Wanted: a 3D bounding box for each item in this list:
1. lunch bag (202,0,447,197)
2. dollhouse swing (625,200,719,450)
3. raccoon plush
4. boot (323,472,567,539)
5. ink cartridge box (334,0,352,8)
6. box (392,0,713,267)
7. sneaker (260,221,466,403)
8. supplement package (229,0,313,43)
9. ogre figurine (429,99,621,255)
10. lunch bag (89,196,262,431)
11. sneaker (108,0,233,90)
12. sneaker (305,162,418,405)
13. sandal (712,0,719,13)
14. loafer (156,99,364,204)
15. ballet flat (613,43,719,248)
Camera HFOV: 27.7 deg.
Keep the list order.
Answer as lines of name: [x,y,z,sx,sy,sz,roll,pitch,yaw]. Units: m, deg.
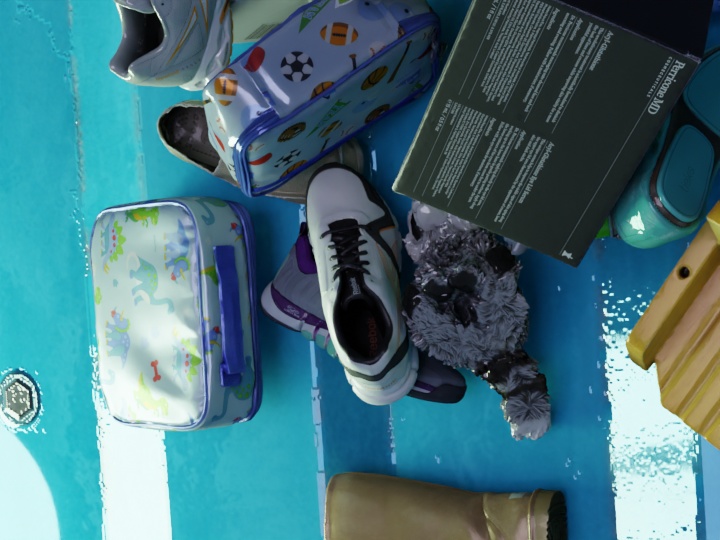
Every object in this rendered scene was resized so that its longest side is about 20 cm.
lunch bag: [-0.024,-0.142,1.127,0.200,0.160,0.076,-32,75,-10]
dollhouse swing: [0.281,0.067,0.989,0.200,0.176,0.182,38,110,19]
raccoon plush: [0.086,0.026,1.160,0.096,0.134,0.201,-12,120,7]
boot: [0.069,0.254,1.182,0.199,0.066,0.176,-3,80,28]
ink cartridge box: [0.087,-0.254,1.042,0.199,0.076,0.148,-16,53,29]
box: [0.121,-0.112,0.948,0.141,0.079,0.200,25,138,1]
sneaker: [0.009,0.034,1.192,0.200,0.074,0.088,28,101,24]
supplement package: [-0.079,-0.303,1.151,0.150,0.151,0.201,-31,79,43]
ogre figurine: [0.132,-0.099,1.090,0.120,0.098,0.201,-27,91,0]
lunch bag: [-0.156,0.038,1.257,0.160,0.082,0.201,-5,90,45]
sneaker: [-0.132,-0.222,1.051,0.076,0.092,0.201,27,118,36]
sneaker: [0.000,0.000,1.134,0.073,0.080,0.201,-18,68,5]
sandal: [0.263,-0.217,1.035,0.200,0.079,0.087,-38,79,27]
loafer: [-0.092,-0.100,1.236,0.199,0.068,0.076,13,100,27]
ballet flat: [0.223,-0.088,1.020,0.067,0.200,0.070,43,141,-10]
